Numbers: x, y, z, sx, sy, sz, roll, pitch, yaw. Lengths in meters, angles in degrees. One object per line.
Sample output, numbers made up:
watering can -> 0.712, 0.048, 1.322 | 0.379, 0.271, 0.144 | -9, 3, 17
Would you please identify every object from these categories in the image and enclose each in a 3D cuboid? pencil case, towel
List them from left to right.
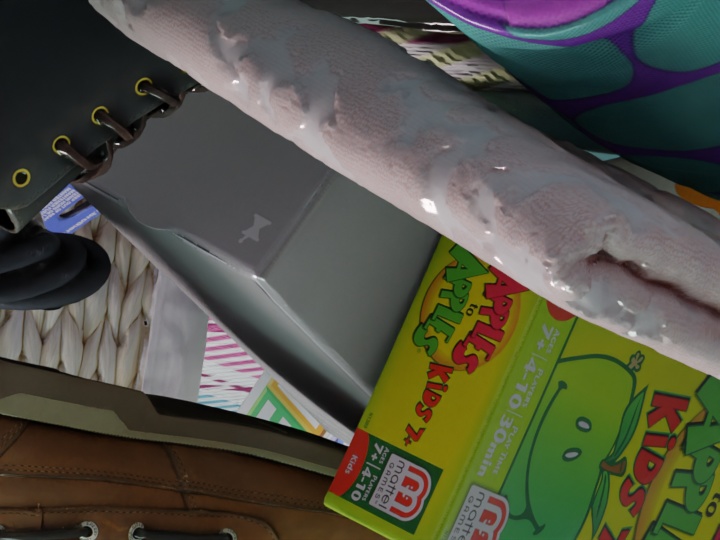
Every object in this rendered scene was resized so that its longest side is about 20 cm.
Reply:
towel -> 0.048, -0.017, 0.633 | 0.191, 0.032, 0.200 | 23, -174, -42
pencil case -> 0.072, -0.074, 0.596 | 0.085, 0.093, 0.200 | -2, 170, 22

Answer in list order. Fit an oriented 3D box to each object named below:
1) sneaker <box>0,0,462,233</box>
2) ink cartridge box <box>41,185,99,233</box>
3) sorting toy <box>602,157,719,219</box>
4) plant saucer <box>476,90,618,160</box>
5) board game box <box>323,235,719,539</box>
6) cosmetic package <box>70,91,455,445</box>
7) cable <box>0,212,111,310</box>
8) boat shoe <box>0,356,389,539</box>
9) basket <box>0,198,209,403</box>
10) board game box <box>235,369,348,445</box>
sneaker -> -0.054, -0.059, 0.724 | 0.199, 0.107, 0.075 | 6, 172, -9
ink cartridge box -> -0.138, -0.056, 0.850 | 0.119, 0.042, 0.200 | -35, 153, 21
sorting toy -> 0.131, -0.009, 0.934 | 0.179, 0.107, 0.200 | -1, 162, 38
plant saucer -> 0.072, -0.043, 1.058 | 0.199, 0.028, 0.200 | 5, 173, 1
board game box -> 0.081, 0.062, 0.880 | 0.048, 0.102, 0.200 | 22, 177, 40
cosmetic package -> 0.000, 0.000, 0.884 | 0.107, 0.090, 0.200 | 29, 165, 38
cable -> -0.181, 0.005, 0.809 | 0.199, 0.051, 0.163 | -12, -178, 15
boat shoe -> -0.062, 0.076, 0.851 | 0.199, 0.068, 0.072 | 16, 176, -32
basket -> -0.148, 0.025, 1.042 | 0.160, 0.201, 0.198 | 8, 173, -11
board game box -> -0.001, 0.104, 1.051 | 0.034, 0.135, 0.200 | -17, 148, -49
